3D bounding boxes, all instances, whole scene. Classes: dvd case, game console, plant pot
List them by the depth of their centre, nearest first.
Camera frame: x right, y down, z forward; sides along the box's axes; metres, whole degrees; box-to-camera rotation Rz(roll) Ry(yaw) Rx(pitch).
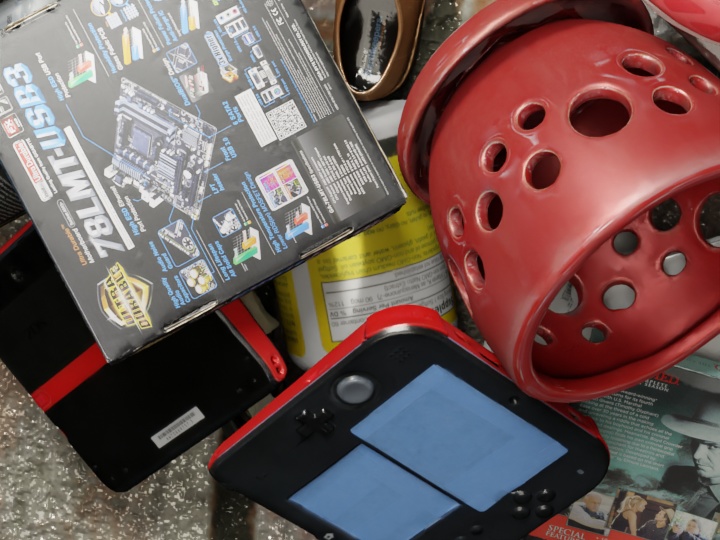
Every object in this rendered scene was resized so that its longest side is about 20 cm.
[{"bbox_3d":[0.128,-0.051,1.052,0.200,0.200,0.183,-45,56,15],"label":"plant pot"},{"bbox_3d":[0.034,0.116,1.109,0.200,0.031,0.177,34,116,-30],"label":"game console"},{"bbox_3d":[-0.154,0.037,1.146,0.177,0.031,0.200,50,132,-5],"label":"game console"},{"bbox_3d":[0.193,0.140,1.184,0.145,0.022,0.201,15,124,4],"label":"dvd case"}]

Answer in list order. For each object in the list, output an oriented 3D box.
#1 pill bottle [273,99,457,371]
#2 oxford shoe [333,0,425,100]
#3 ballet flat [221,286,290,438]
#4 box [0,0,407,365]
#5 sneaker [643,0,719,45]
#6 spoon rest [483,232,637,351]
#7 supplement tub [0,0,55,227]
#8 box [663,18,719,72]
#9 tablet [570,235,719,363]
[{"bbox_3d":[0.000,0.000,1.157,0.114,0.114,0.201,-8,102,9],"label":"pill bottle"},{"bbox_3d":[0.017,-0.203,1.130,0.071,0.071,0.201,5,102,8],"label":"oxford shoe"},{"bbox_3d":[-0.078,0.048,1.167,0.068,0.068,0.201,-32,126,-11],"label":"ballet flat"},{"bbox_3d":[-0.105,-0.078,1.051,0.198,0.050,0.201,-29,89,-6],"label":"box"},{"bbox_3d":[0.236,-0.133,0.922,0.199,0.116,0.079,14,105,4],"label":"sneaker"},{"bbox_3d":[0.113,0.049,1.187,0.099,0.061,0.201,29,94,-17],"label":"spoon rest"},{"bbox_3d":[-0.245,-0.088,1.155,0.199,0.123,0.123,-26,99,21],"label":"supplement tub"},{"bbox_3d":[0.283,-0.161,1.055,0.200,0.166,0.164,43,104,-3],"label":"box"},{"bbox_3d":[0.220,0.074,1.170,0.129,0.014,0.201,-16,115,8],"label":"tablet"}]
